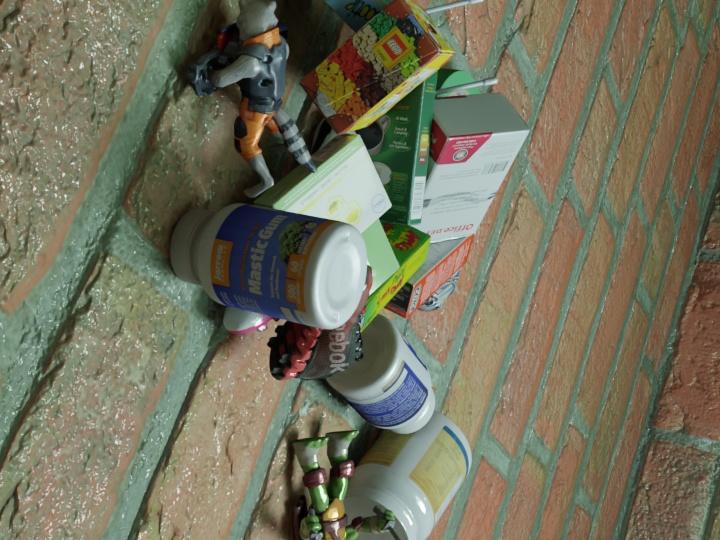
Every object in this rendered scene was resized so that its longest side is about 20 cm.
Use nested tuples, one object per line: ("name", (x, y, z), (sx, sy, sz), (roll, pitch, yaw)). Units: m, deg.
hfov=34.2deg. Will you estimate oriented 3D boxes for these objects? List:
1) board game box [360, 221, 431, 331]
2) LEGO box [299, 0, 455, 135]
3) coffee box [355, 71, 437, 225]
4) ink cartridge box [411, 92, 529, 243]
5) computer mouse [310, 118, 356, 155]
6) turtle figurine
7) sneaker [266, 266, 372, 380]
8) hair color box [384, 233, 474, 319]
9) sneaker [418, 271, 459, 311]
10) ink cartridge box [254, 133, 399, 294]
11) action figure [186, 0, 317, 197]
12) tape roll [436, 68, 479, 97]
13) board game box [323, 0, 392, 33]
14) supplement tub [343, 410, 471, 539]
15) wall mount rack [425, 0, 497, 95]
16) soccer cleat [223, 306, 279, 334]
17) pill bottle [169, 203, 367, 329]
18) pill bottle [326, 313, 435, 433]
("board game box", (0.000, 0.000, 1.527), (0.200, 0.101, 0.048), (-46, 157, -43))
("LEGO box", (0.025, -0.239, 1.371), (0.077, 0.148, 0.200), (51, 13, -2))
("coffee box", (0.032, -0.166, 1.521), (0.044, 0.122, 0.203), (-9, 105, -58))
("ink cartridge box", (0.122, -0.138, 1.607), (0.144, 0.084, 0.201), (-10, 142, -33))
("computer mouse", (-0.035, -0.119, 1.442), (0.109, 0.044, 0.202), (41, 46, -32))
("turtle figurine", (-0.017, 0.315, 1.547), (0.200, 0.142, 0.197), (163, -81, -76))
("sneaker", (-0.028, 0.060, 1.339), (0.097, 0.201, 0.071), (15, 43, -25))
("hair color box", (0.075, -0.017, 1.665), (0.200, 0.101, 0.062), (-38, 148, -50))
("sneaker", (0.102, 0.026, 1.769), (0.199, 0.076, 0.086), (-20, 121, -58))
("ink cartridge box", (-0.023, -0.038, 1.376), (0.145, 0.048, 0.201), (-41, 120, -25))
("action figure", (-0.097, -0.208, 1.289), (0.200, 0.103, 0.195), (-50, 141, -47))
("tape roll", (0.123, -0.201, 1.755), (0.200, 0.048, 0.203), (-29, 124, -55))
("board game box", (0.020, -0.390, 1.348), (0.200, 0.103, 0.105), (-47, 152, 8))
("supplement tub", (0.064, 0.314, 1.721), (0.200, 0.143, 0.146), (-47, 138, -45))
("wall mount rack", (0.100, -0.294, 1.607), (0.173, 0.074, 0.202), (-29, 116, -38))
("soccer cleat", (-0.110, 0.000, 1.386), (0.200, 0.069, 0.087), (-47, 127, -51))
("pill bottle", (-0.102, -0.010, 1.243), (0.112, 0.198, 0.114), (-30, 125, -54))
("pill bottle", (0.033, 0.152, 1.635), (0.200, 0.118, 0.121), (52, 54, -54))
